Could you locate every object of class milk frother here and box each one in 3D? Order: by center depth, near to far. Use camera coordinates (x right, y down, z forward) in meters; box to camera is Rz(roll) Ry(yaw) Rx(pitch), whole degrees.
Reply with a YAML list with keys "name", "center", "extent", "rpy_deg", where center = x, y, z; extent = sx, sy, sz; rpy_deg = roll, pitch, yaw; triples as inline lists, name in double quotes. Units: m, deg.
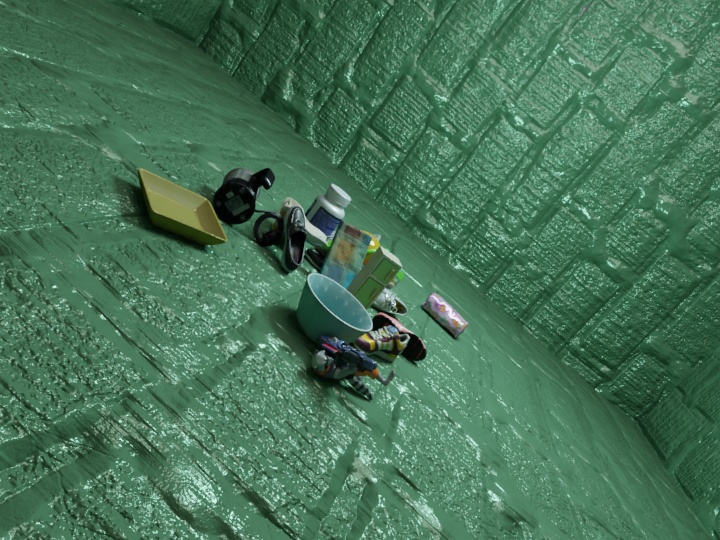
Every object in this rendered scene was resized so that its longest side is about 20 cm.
- name: "milk frother"
  center: [-0.319, -0.186, 1.538]
  extent: [0.189, 0.177, 0.203]
  rpy_deg: [-103, -178, -66]

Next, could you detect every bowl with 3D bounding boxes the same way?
- name: "bowl"
  center: [-0.077, 0.112, 1.268]
  extent: [0.200, 0.105, 0.201]
  rpy_deg: [36, 16, -12]

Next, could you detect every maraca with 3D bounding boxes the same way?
- name: "maraca"
  center: [-0.028, -0.077, 1.708]
  extent: [0.196, 0.109, 0.137]
  rpy_deg: [3, 12, -8]

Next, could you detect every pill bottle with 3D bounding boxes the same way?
- name: "pill bottle"
  center: [-0.126, -0.196, 1.845]
  extent: [0.119, 0.201, 0.120]
  rpy_deg: [36, 16, -12]

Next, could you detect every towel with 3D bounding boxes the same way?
- name: "towel"
  center: [-0.047, -0.034, 1.592]
  extent: [0.146, 0.203, 0.022]
  rpy_deg: [23, -1, -44]

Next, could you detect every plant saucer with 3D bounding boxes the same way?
- name: "plant saucer"
  center: [-0.431, -0.139, 1.243]
  extent: [0.199, 0.049, 0.201]
  rpy_deg: [26, 20, -44]

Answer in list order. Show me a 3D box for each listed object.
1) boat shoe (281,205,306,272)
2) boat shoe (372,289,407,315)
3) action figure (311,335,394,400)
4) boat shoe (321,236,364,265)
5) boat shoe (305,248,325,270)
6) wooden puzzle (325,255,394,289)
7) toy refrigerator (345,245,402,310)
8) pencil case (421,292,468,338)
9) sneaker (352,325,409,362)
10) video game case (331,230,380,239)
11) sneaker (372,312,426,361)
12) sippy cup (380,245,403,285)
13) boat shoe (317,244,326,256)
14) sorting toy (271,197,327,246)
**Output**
- name: "boat shoe"
  center: [-0.181, -0.096, 1.480]
  extent: [0.069, 0.066, 0.203]
  rpy_deg: [23, 63, -33]
- name: "boat shoe"
  center: [0.092, 0.108, 1.739]
  extent: [0.086, 0.075, 0.201]
  rpy_deg: [30, -3, 46]
- name: "action figure"
  center: [-0.020, 0.217, 1.126]
  extent: [0.192, 0.106, 0.199]
  rpy_deg: [24, -4, -33]
- name: "boat shoe"
  center: [-0.043, -0.074, 1.799]
  extent: [0.197, 0.062, 0.076]
  rpy_deg: [21, 55, -24]
- name: "boat shoe"
  center: [-0.089, -0.015, 1.677]
  extent: [0.199, 0.066, 0.074]
  rpy_deg: [42, 15, 6]
- name: "wooden puzzle"
  center: [0.000, 0.000, 1.780]
  extent: [0.183, 0.038, 0.199]
  rpy_deg: [20, -4, 43]
- name: "toy refrigerator"
  center: [0.031, 0.035, 1.565]
  extent: [0.075, 0.201, 0.070]
  rpy_deg: [33, 15, -21]
- name: "pencil case"
  center: [0.342, 0.181, 2.133]
  extent: [0.200, 0.088, 0.087]
  rpy_deg: [42, 15, 12]
- name: "sneaker"
  center: [0.051, 0.181, 1.409]
  extent: [0.199, 0.090, 0.075]
  rpy_deg: [23, 22, -48]
- name: "video game case"
  center: [-0.028, -0.123, 2.007]
  extent: [0.196, 0.023, 0.182]
  rpy_deg: [6, 13, 7]
- name: "sneaker"
  center: [0.124, 0.191, 1.590]
  extent: [0.199, 0.074, 0.087]
  rpy_deg: [40, 14, 0]
- name: "sippy cup"
  center: [0.083, -0.002, 1.952]
  extent: [0.130, 0.139, 0.179]
  rpy_deg: [41, 21, -38]
- name: "boat shoe"
  center: [-0.077, -0.075, 1.870]
  extent: [0.075, 0.069, 0.199]
  rpy_deg: [48, 17, 30]
- name: "sorting toy"
  center: [-0.182, -0.134, 1.648]
  extent: [0.178, 0.108, 0.200]
  rpy_deg: [29, 9, -12]
